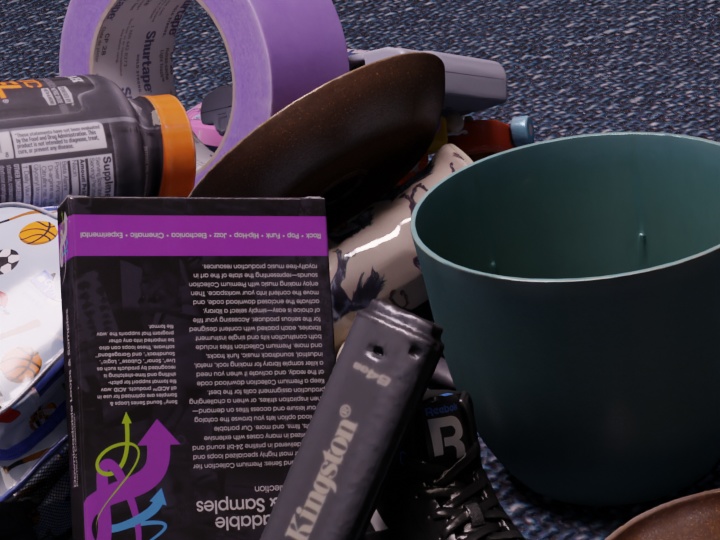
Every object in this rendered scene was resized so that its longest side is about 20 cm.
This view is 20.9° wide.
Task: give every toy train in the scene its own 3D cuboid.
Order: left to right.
[{"bbox_3d":[0.022,-0.079,1.429,0.199,0.056,0.150,-6,-5,17],"label":"toy train"}]

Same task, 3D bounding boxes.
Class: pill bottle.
[{"bbox_3d":[-0.203,-0.064,1.198,0.199,0.107,0.106,-8,22,-26],"label":"pill bottle"}]

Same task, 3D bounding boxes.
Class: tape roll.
[{"bbox_3d":[-0.109,-0.133,1.342,0.199,0.201,0.085,10,16,36],"label":"tape roll"}]

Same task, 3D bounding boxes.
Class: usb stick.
[{"bbox_3d":[-0.016,0.113,0.979,0.055,0.201,0.033,23,-1,41],"label":"usb stick"}]

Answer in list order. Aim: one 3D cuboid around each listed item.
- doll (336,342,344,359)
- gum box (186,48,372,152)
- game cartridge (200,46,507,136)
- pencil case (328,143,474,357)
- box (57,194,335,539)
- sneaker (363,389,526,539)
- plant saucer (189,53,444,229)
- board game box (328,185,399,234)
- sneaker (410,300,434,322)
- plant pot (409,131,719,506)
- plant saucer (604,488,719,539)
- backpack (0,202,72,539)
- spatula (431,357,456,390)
[{"bbox_3d":[-0.019,0.100,1.147,0.136,0.049,0.200,9,31,16],"label":"doll"},{"bbox_3d":[-0.055,-0.120,1.617,0.113,0.066,0.200,10,30,34],"label":"gum box"},{"bbox_3d":[-0.001,-0.124,1.406,0.199,0.041,0.133,-8,-9,40],"label":"game cartridge"},{"bbox_3d":[0.000,0.000,1.250,0.199,0.078,0.089,-32,20,2],"label":"pencil case"},{"bbox_3d":[-0.083,0.062,1.023,0.142,0.201,0.036,0,-12,-21],"label":"box"},{"bbox_3d":[0.048,0.125,0.985,0.073,0.112,0.200,-12,23,-25],"label":"sneaker"},{"bbox_3d":[-0.022,-0.065,1.255,0.200,0.037,0.200,-30,-14,-8],"label":"plant saucer"},{"bbox_3d":[-0.005,-0.028,1.411,0.135,0.035,0.200,14,26,40],"label":"board game box"},{"bbox_3d":[0.114,-0.003,1.283,0.199,0.085,0.075,-2,25,16],"label":"sneaker"},{"bbox_3d":[0.136,0.033,1.101,0.199,0.162,0.201,-7,25,3],"label":"plant pot"},{"bbox_3d":[0.204,0.168,0.932,0.199,0.037,0.201,-6,24,3],"label":"plant saucer"},{"bbox_3d":[-0.187,0.049,1.104,0.200,0.155,0.190,33,54,25],"label":"backpack"},{"bbox_3d":[0.000,0.049,1.283,0.199,0.021,0.056,15,30,43],"label":"spatula"}]
